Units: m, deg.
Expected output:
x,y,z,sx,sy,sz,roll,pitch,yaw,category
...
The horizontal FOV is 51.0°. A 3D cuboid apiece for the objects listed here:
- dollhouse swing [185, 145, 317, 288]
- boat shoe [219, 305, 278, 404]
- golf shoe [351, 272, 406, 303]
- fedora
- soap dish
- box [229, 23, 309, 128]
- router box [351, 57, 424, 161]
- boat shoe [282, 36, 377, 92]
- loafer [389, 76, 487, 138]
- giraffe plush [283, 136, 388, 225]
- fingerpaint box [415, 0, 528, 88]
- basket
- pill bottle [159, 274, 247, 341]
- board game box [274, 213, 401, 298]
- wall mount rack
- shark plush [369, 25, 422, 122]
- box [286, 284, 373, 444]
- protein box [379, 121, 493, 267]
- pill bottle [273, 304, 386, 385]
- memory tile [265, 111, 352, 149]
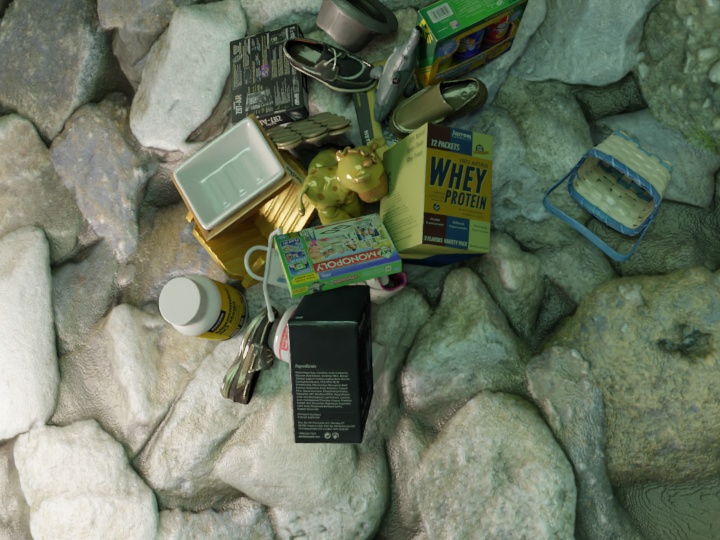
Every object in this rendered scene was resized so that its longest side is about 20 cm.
x,y,z,sx,sy,sz,roll,pitch,yaw,category
-0.202,-0.118,1.454,0.201,0.180,0.177,47,137,17,dollhouse swing
-0.201,0.168,1.474,0.072,0.074,0.204,27,97,7,boat shoe
0.000,0.000,1.378,0.090,0.197,0.078,-19,60,47,golf shoe
-0.020,-0.494,1.492,0.175,0.200,0.091,37,117,1,fedora
-0.237,-0.171,1.413,0.198,0.081,0.159,-35,73,1,soap dish
-0.189,-0.395,1.555,0.156,0.044,0.206,-11,68,13,box
0.070,-0.314,1.486,0.153,0.052,0.206,-15,77,11,router box
-0.060,-0.403,1.471,0.195,0.068,0.074,22,86,10,boat shoe
0.142,-0.313,1.407,0.196,0.067,0.078,-25,76,5,loafer
-0.018,-0.168,1.377,0.159,0.198,0.177,-19,62,32,giraffe plush
0.197,-0.438,1.388,0.196,0.167,0.075,-28,76,-10,fingerpaint box
0.434,-0.127,1.303,0.176,0.140,0.199,41,62,17,basket
-0.299,0.071,1.442,0.109,0.200,0.116,-2,80,14,pill bottle
-0.041,-0.029,1.309,0.195,0.030,0.136,-13,43,-12,board game box
-0.115,0.023,1.383,0.196,0.074,0.179,14,71,-28,wall mount rack
0.078,-0.356,1.372,0.090,0.199,0.085,34,54,-14,shark plush
-0.044,0.148,1.243,0.114,0.197,0.206,-1,105,7,box
0.130,-0.126,1.345,0.131,0.198,0.206,7,81,-20,protein box
-0.055,0.147,1.412,0.195,0.109,0.111,19,86,16,pill bottle
-0.103,-0.270,1.452,0.150,0.200,0.017,-20,111,-11,memory tile
